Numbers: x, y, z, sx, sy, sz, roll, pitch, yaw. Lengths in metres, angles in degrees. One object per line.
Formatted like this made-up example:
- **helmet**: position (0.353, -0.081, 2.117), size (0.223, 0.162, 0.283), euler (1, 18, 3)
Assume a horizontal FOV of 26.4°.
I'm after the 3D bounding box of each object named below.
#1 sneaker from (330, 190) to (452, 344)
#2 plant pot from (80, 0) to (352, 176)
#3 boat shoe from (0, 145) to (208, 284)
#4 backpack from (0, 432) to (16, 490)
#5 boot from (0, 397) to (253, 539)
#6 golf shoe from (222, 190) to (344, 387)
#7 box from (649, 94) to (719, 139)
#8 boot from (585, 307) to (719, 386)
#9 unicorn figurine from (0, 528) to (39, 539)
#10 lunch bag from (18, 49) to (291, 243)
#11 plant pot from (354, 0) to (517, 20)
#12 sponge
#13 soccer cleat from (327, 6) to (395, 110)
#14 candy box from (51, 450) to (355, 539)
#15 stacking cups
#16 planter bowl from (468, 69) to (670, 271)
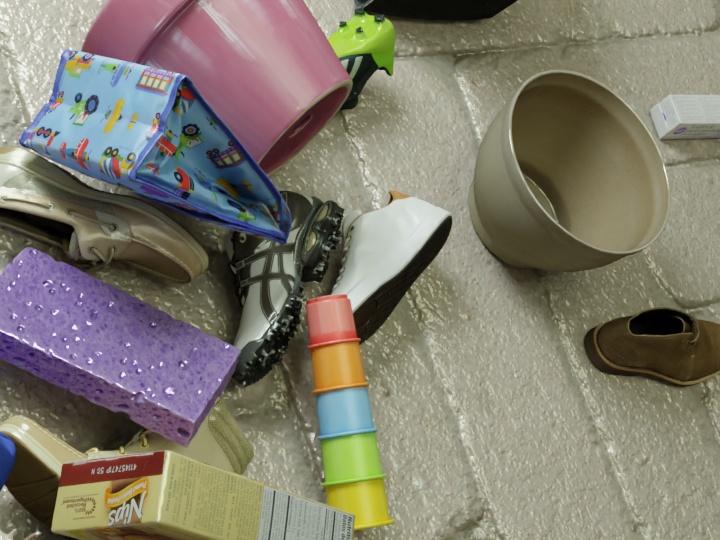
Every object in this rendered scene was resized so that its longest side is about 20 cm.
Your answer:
- **sneaker**: position (0.000, 0.000, 1.426), size (0.084, 0.073, 0.200), euler (29, 52, 18)
- **plant pot**: position (-0.112, -0.183, 1.333), size (0.179, 0.200, 0.200), euler (46, 49, 6)
- **boat shoe**: position (-0.224, -0.031, 1.276), size (0.199, 0.072, 0.065), euler (27, 59, -13)
- **backpack**: position (-0.340, 0.155, 1.013), size (0.163, 0.167, 0.201), euler (59, 46, -45)
- **boot**: position (-0.182, 0.142, 1.205), size (0.200, 0.073, 0.156), euler (41, 51, -18)
- **golf shoe**: position (-0.088, 0.012, 1.354), size (0.094, 0.078, 0.201), euler (22, 54, 4)
- **box**: position (0.429, -0.182, 1.819), size (0.199, 0.039, 0.042), euler (-5, 68, -36)
- **boot**: position (0.333, 0.074, 1.597), size (0.199, 0.075, 0.074), euler (2, 63, -35)
- **unicorn figurine**: position (-0.226, 0.239, 1.080), size (0.073, 0.200, 0.138), euler (-10, 91, 2)
- **lunch bag**: position (-0.152, -0.088, 1.269), size (0.200, 0.150, 0.094), euler (35, 76, -48)
- **plant pot**: position (0.114, -0.378, 1.616), size (0.177, 0.200, 0.200), euler (14, 58, -40)
- **sponge**: position (-0.203, 0.057, 1.211), size (0.199, 0.030, 0.112), euler (25, 33, 2)
- **soccer cleat**: position (-0.043, -0.181, 1.480), size (0.200, 0.081, 0.067), euler (-31, 41, -26)
- **candy box**: position (-0.111, 0.185, 1.123), size (0.200, 0.115, 0.056), euler (27, 62, -44)
- **stacking cups**: position (-0.017, 0.123, 1.319), size (0.060, 0.060, 0.201), euler (-3, 79, -35)
- **planter bowl**: position (0.191, -0.081, 1.541), size (0.199, 0.135, 0.201), euler (16, 58, -27)
